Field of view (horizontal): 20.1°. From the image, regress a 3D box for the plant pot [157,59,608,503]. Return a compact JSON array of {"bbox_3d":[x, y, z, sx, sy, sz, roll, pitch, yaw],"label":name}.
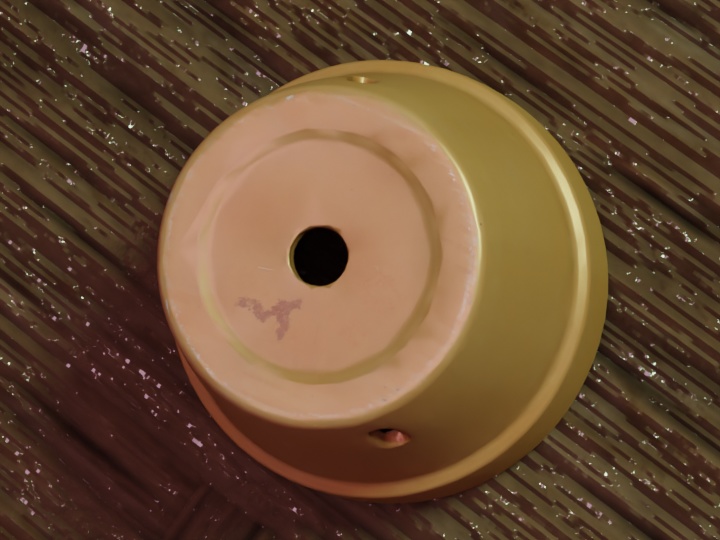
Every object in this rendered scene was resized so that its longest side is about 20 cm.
[{"bbox_3d":[0.000,0.000,0.870,0.198,0.140,0.202,-1,84,13],"label":"plant pot"}]
